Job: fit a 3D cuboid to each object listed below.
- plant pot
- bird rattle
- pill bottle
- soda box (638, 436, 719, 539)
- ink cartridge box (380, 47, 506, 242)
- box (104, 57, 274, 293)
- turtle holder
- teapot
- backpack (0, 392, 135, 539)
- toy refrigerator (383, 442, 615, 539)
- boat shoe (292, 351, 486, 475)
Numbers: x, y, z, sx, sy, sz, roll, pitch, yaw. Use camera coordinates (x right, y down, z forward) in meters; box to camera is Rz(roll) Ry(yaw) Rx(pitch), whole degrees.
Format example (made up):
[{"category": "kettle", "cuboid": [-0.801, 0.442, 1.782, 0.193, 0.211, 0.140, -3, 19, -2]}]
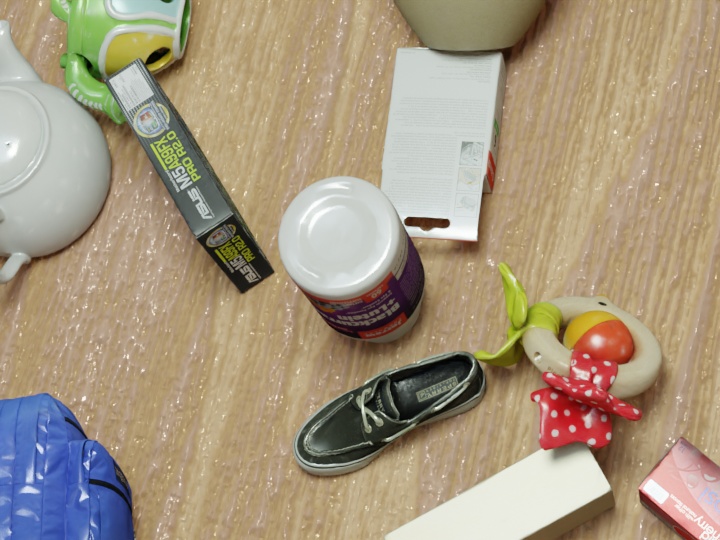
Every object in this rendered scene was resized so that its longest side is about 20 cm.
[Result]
[{"category": "plant pot", "cuboid": [0.109, -0.291, 1.485, 0.198, 0.200, 0.136, 1, 106, 13]}, {"category": "bird rattle", "cuboid": [0.199, 0.070, 1.341, 0.161, 0.114, 0.200, -11, 30, -29]}, {"category": "pill bottle", "cuboid": [0.000, 0.000, 1.383, 0.110, 0.200, 0.113, -4, 71, 12]}, {"category": "soda box", "cuboid": [0.335, 0.236, 1.295, 0.200, 0.070, 0.063, 41, 83, 22]}, {"category": "ink cartridge box", "cuboid": [0.080, -0.120, 1.489, 0.108, 0.050, 0.203, 4, 73, 14]}, {"category": "box", "cuboid": [-0.167, -0.091, 1.475, 0.044, 0.160, 0.201, -31, 68, -1]}, {"category": "turtle holder", "cuboid": [-0.248, -0.258, 1.557, 0.130, 0.142, 0.187, 8, 38, -1]}, {"category": "teapot", "cuboid": [-0.359, -0.113, 1.534, 0.197, 0.146, 0.200, -46, 69, -5]}, {"category": "backpack", "cuboid": [-0.299, 0.220, 1.402, 0.166, 0.163, 0.202, -11, 56, -1]}, {"category": "toy refrigerator", "cuboid": [0.125, 0.222, 1.346, 0.199, 0.076, 0.070, -30, 67, 2]}, {"category": "boat shoe", "cuboid": [0.022, 0.127, 1.408, 0.198, 0.064, 0.071, -27, 67, 2]}]
